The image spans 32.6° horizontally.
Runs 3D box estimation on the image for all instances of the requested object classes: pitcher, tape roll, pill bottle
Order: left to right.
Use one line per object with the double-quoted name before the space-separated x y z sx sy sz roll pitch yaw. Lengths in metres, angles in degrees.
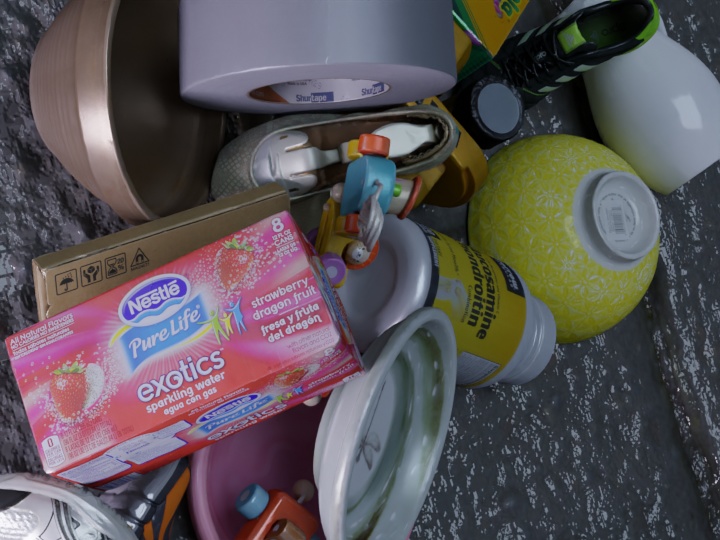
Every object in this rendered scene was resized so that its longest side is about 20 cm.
"tape roll" -0.031 -0.159 0.878 0.199 0.200 0.067 -2 87 -31
"pill bottle" 0.072 0.034 1.014 0.199 0.111 0.113 21 68 -43
"pitcher" 0.287 -0.187 1.209 0.171 0.121 0.201 -29 83 -44

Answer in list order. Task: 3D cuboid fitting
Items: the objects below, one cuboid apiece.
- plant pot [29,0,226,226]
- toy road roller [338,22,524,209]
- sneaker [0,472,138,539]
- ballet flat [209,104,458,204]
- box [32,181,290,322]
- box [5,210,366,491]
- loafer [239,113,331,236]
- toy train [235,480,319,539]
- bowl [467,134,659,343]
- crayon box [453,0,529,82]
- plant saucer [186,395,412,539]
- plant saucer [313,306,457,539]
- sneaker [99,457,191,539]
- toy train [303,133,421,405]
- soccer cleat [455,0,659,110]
"plant pot" -0.177 -0.133 0.902 0.201 0.092 0.203 3 90 -73
"toy road roller" 0.026 -0.133 1.029 0.200 0.123 0.146 46 62 -15
"sneaker" -0.171 0.203 0.772 0.199 0.076 0.088 30 43 -6
"ballet flat" -0.022 -0.092 0.937 0.198 0.062 0.068 -15 94 -3
"box" -0.137 0.036 0.902 0.199 0.021 0.165 -21 128 -33
"box" -0.107 0.054 0.783 0.198 0.100 0.096 -24 72 3
"loafer" -0.057 -0.079 1.000 0.075 0.067 0.202 -8 83 -31
"toy train" -0.033 0.256 0.886 0.200 0.055 0.150 48 69 -19
"bowl" 0.208 -0.039 1.126 0.198 0.107 0.202 7 77 -29
"crayon box" 0.096 -0.273 1.114 0.119 0.058 0.201 46 47 -15
"plant saucer" -0.047 0.160 0.959 0.199 0.051 0.203 4 82 -29
"plant saucer" 0.011 0.119 0.890 0.200 0.050 0.202 -49 147 -48
"sneaker" -0.160 0.233 0.876 0.112 0.077 0.201 40 73 -22
"toy train" 0.000 0.000 0.890 0.055 0.201 0.151 10 46 -15
"soccer cleat" 0.174 -0.197 1.107 0.199 0.081 0.068 -25 85 9
